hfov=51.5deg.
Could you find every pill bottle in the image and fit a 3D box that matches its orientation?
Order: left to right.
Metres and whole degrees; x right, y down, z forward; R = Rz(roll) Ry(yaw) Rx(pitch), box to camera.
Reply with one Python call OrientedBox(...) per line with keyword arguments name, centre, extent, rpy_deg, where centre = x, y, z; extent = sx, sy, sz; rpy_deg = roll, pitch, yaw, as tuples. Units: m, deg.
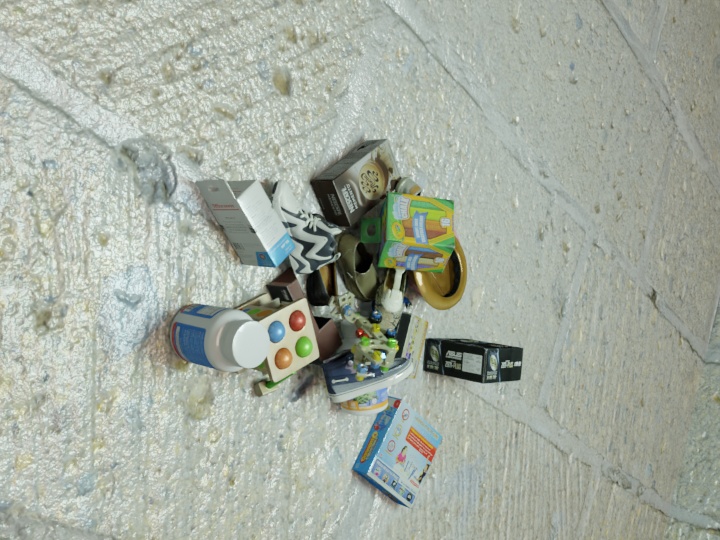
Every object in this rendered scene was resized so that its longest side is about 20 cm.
OrientedBox(name="pill bottle", centre=(-0.256, 0.125, 1.371), extent=(0.111, 0.198, 0.115), rpy_deg=(-4, 96, -42))
OrientedBox(name="pill bottle", centre=(0.002, 0.213, 1.687), extent=(0.111, 0.111, 0.205), rpy_deg=(-13, 101, -42))

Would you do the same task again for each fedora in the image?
OrientedBox(name="fedora", centre=(0.172, -0.004, 1.788), extent=(0.197, 0.081, 0.206), rpy_deg=(4, 83, -39))

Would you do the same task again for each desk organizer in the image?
OrientedBox(name="desk organizer", centre=(-0.116, 0.096, 1.594), extent=(0.077, 0.071, 0.203), rpy_deg=(-41, 120, -36))

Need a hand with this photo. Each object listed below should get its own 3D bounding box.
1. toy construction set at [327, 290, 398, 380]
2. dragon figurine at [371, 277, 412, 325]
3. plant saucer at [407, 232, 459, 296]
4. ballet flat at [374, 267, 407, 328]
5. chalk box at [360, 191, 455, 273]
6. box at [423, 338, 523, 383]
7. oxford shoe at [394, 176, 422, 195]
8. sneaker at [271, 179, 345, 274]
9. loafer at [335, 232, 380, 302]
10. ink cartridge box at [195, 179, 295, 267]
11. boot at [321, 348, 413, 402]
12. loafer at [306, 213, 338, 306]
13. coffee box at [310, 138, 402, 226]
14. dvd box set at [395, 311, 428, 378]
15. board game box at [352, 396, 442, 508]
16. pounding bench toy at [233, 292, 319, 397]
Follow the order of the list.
OrientedBox(name="toy construction set", centre=(0.007, 0.135, 1.560), extent=(0.129, 0.202, 0.093), rpy_deg=(-7, 140, -32))
OrientedBox(name="dragon figurine", centre=(0.068, 0.085, 1.777), extent=(0.099, 0.058, 0.204), rpy_deg=(26, 77, -42))
OrientedBox(name="plant saucer", centre=(0.176, -0.030, 1.879), extent=(0.198, 0.050, 0.206), rpy_deg=(-5, 97, -44))
OrientedBox(name="ballet flat", centre=(0.076, 0.037, 1.711), extent=(0.066, 0.076, 0.204), rpy_deg=(18, 58, -10))
OrientedBox(name="chalk box", centre=(0.099, -0.084, 1.649), extent=(0.195, 0.125, 0.127), rpy_deg=(6, 61, -8))
OrientedBox(name="box", centre=(0.287, 0.227, 1.901), extent=(0.162, 0.198, 0.088), rpy_deg=(6, 90, -43))
OrientedBox(name="oxford shoe", centre=(0.106, -0.124, 1.753), extent=(0.075, 0.057, 0.203), rpy_deg=(-38, 148, -38))
OrientedBox(name="sneaker", centre=(-0.099, -0.099, 1.538), extent=(0.080, 0.127, 0.204), rpy_deg=(-48, 124, -74))
OrientedBox(name="loafer", centre=(0.000, 0.000, 1.693), extent=(0.077, 0.067, 0.201), rpy_deg=(-55, 133, -25))
OrientedBox(name="ink cartridge box", centre=(-0.222, -0.107, 1.445), extent=(0.067, 0.114, 0.202), rpy_deg=(-45, 122, -31))
OrientedBox(name="boot", centre=(0.016, 0.205, 1.592), extent=(0.196, 0.073, 0.092), rpy_deg=(-20, 106, -15))
OrientedBox(name="loafer", centre=(-0.078, -0.022, 1.620), extent=(0.072, 0.071, 0.205), rpy_deg=(-15, 103, -41))
OrientedBox(name="coffee box", centre=(-0.005, -0.197, 1.672), extent=(0.200, 0.079, 0.115), rpy_deg=(-42, 121, -34))
OrientedBox(name="dvd box set", centre=(0.115, 0.181, 1.780), extent=(0.200, 0.029, 0.150), rpy_deg=(28, 76, -72))
OrientedBox(name="board game box", centre=(0.095, 0.445, 1.831), extent=(0.200, 0.055, 0.198), rpy_deg=(46, 62, -36))
OrientedBox(name="pounding bench toy", centre=(-0.167, 0.166, 1.490), extent=(0.123, 0.154, 0.205), rpy_deg=(-26, 111, -39))
